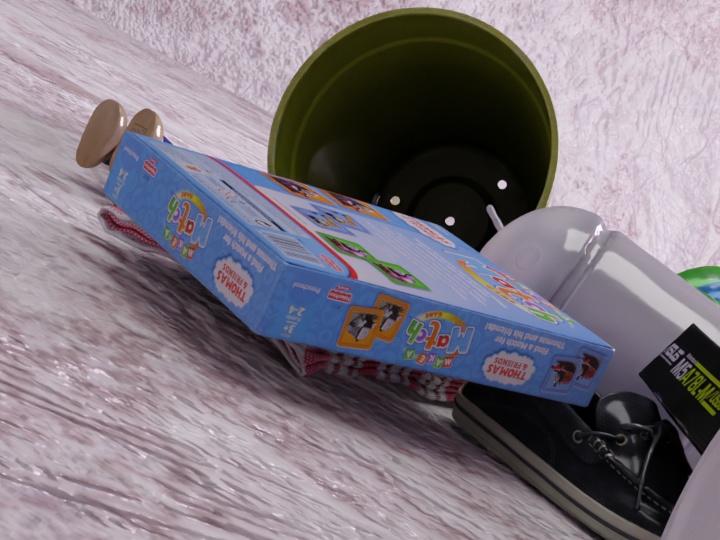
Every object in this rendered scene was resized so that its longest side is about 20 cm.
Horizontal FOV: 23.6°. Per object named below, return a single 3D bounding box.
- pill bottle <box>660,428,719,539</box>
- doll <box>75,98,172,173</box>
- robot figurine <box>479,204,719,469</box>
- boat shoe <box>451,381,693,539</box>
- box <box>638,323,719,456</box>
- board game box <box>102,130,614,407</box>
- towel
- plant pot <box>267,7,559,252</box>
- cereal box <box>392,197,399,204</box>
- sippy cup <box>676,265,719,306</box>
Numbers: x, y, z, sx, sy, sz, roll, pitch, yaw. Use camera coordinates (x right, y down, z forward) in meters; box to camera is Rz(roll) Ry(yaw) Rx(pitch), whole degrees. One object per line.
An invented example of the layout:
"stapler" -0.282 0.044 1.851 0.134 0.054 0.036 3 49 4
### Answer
"pill bottle" 0.212 0.132 0.626 0.199 0.113 0.112 29 6 -1
"doll" -0.069 -0.033 1.022 0.199 0.049 0.136 30 -7 -40
"robot figurine" 0.135 0.043 0.963 0.199 0.113 0.170 37 34 5
"boat shoe" 0.124 0.091 0.819 0.074 0.063 0.200 25 8 -47
"box" 0.221 0.123 0.799 0.200 0.047 0.193 48 7 -4
"board game box" 0.000 0.000 0.792 0.198 0.037 0.151 14 15 -39
"towel" -0.031 0.019 0.880 0.146 0.030 0.200 32 4 27
"plant pot" 0.053 -0.058 1.239 0.199 0.202 0.193 30 -6 17
"cereal box" 0.031 -0.116 2.273 0.143 0.040 0.200 28 6 -14
"sippy cup" 0.250 0.088 1.164 0.176 0.141 0.131 12 25 -35
